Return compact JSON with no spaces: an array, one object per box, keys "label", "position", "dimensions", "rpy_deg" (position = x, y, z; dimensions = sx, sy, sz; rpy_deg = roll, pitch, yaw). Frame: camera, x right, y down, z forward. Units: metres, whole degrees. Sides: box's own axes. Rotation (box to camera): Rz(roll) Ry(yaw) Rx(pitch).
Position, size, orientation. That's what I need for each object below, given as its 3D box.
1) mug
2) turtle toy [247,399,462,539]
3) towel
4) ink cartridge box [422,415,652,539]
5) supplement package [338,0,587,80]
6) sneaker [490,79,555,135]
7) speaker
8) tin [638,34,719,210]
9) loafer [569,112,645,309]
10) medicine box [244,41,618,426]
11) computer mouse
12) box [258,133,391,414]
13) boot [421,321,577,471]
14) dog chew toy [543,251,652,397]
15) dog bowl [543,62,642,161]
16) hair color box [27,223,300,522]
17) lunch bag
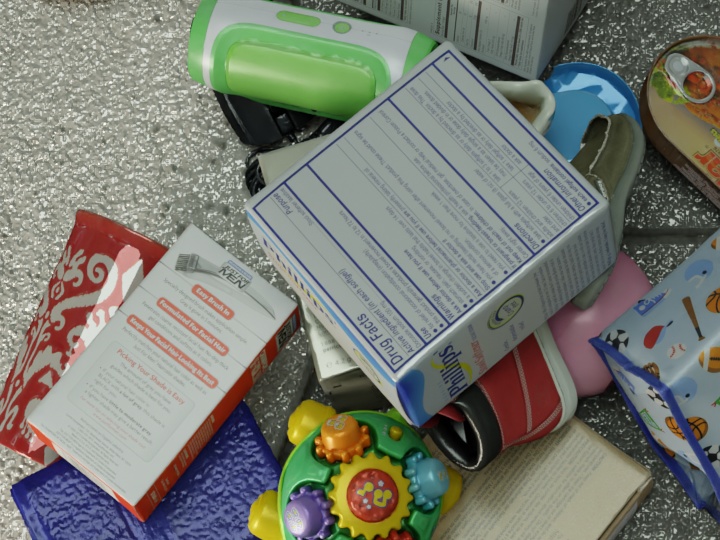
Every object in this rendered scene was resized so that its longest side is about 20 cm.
[{"label":"mug","position":[-0.205,0.073,1.621],"dimensions":[0.177,0.133,0.201],"rpy_deg":[20,80,43]},{"label":"turtle toy","position":[-0.007,0.192,1.478],"dimensions":[0.145,0.101,0.201],"rpy_deg":[25,77,-5]},{"label":"towel","position":[-0.156,0.188,1.549],"dimensions":[0.199,0.050,0.148],"rpy_deg":[-28,71,-9]},{"label":"ink cartridge box","position":[0.108,0.196,1.570],"dimensions":[0.164,0.075,0.200],"rpy_deg":[38,81,16]},{"label":"supplement package","position":[0.096,-0.291,1.658],"dimensions":[0.199,0.151,0.152],"rpy_deg":[24,54,15]},{"label":"sneaker","position":[0.065,-0.109,1.564],"dimensions":[0.199,0.081,0.077],"rpy_deg":[-20,78,-35]},{"label":"speaker","position":[-0.039,-0.175,1.651],"dimensions":[0.198,0.089,0.089],"rpy_deg":[13,75,10]},{"label":"tin","position":[0.314,-0.104,1.625],"dimensions":[0.200,0.042,0.112],"rpy_deg":[45,67,7]},{"label":"loafer","position":[0.170,-0.059,1.529],"dimensions":[0.069,0.075,0.201],"rpy_deg":[22,42,-4]},{"label":"medicine box","position":[0.052,-0.027,1.429],"dimensions":[0.200,0.103,0.182],"rpy_deg":[-39,65,-6]},{"label":"computer mouse","position":[-0.082,-0.172,1.724],"dimensions":[0.138,0.053,0.201],"rpy_deg":[-33,71,-1]},{"label":"box","position":[0.000,0.000,1.619],"dimensions":[0.108,0.128,0.202],"rpy_deg":[-16,72,2]},{"label":"boot","position":[0.072,0.045,1.490],"dimensions":[0.072,0.144,0.201],"rpy_deg":[-31,82,42]},{"label":"dog chew toy","position":[0.141,0.007,1.589],"dimensions":[0.200,0.125,0.125],"rpy_deg":[41,83,10]},{"label":"dog bowl","position":[0.138,-0.106,1.671],"dimensions":[0.198,0.050,0.112],"rpy_deg":[-10,72,5]},{"label":"hair color box","position":[-0.149,0.078,1.529],"dimensions":[0.111,0.064,0.200],"rpy_deg":[36,76,12]},{"label":"lunch bag","position":[0.294,0.081,1.527],"dimensions":[0.170,0.200,0.124],"rpy_deg":[-41,35,-5]}]
